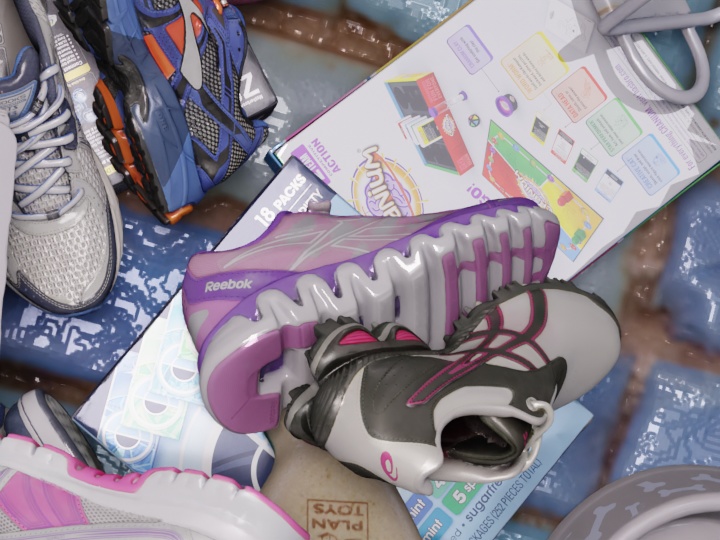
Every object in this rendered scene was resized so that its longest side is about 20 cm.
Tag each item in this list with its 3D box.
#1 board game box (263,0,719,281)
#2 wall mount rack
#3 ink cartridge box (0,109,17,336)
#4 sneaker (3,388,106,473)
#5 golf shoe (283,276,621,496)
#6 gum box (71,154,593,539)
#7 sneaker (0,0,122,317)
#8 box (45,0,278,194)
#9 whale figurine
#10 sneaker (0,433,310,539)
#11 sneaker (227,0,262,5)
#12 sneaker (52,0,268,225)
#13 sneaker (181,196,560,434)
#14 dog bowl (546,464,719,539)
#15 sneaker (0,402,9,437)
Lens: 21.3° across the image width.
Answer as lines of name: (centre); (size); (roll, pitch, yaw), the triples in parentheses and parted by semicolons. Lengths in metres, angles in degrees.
board game box: (0.072, -0.061, 1.017); (0.200, 0.040, 0.153); (-37, 92, -7)
wall mount rack: (0.169, -0.193, 1.013); (0.173, 0.074, 0.201); (-13, 75, -43)
ink cartridge box: (-0.255, -0.004, 0.892); (0.086, 0.199, 0.147); (7, 85, -43)
sneaker: (-0.171, 0.170, 0.940); (0.146, 0.077, 0.203); (-22, 108, -7)
golf shoe: (0.060, 0.061, 0.869); (0.199, 0.088, 0.077); (-12, 128, -41)
gum box: (-0.014, 0.073, 0.958); (0.200, 0.045, 0.170); (40, 84, -4)
sneaker: (-0.169, -0.072, 0.917); (0.077, 0.085, 0.201); (-20, 91, -7)
box: (-0.165, -0.110, 0.986); (0.199, 0.049, 0.162); (-28, 89, -8)
whale figurine: (-0.017, 0.148, 0.896); (0.158, 0.104, 0.201); (2, 63, -7)
sneaker: (-0.125, 0.128, 0.828); (0.199, 0.081, 0.089); (5, 65, 28)
sneaker: (-0.120, -0.188, 0.928); (0.199, 0.090, 0.075); (21, 83, -5)
sneaker: (-0.097, -0.122, 0.914); (0.078, 0.075, 0.201); (-30, 131, -21)
sneaker: (0.000, 0.000, 0.905); (0.199, 0.081, 0.089); (-20, 46, -23)
dog bowl: (0.183, 0.203, 1.010); (0.199, 0.059, 0.201); (0, 87, -8)
sneaker: (-0.243, 0.139, 0.951); (0.088, 0.075, 0.201); (32, 85, -5)
